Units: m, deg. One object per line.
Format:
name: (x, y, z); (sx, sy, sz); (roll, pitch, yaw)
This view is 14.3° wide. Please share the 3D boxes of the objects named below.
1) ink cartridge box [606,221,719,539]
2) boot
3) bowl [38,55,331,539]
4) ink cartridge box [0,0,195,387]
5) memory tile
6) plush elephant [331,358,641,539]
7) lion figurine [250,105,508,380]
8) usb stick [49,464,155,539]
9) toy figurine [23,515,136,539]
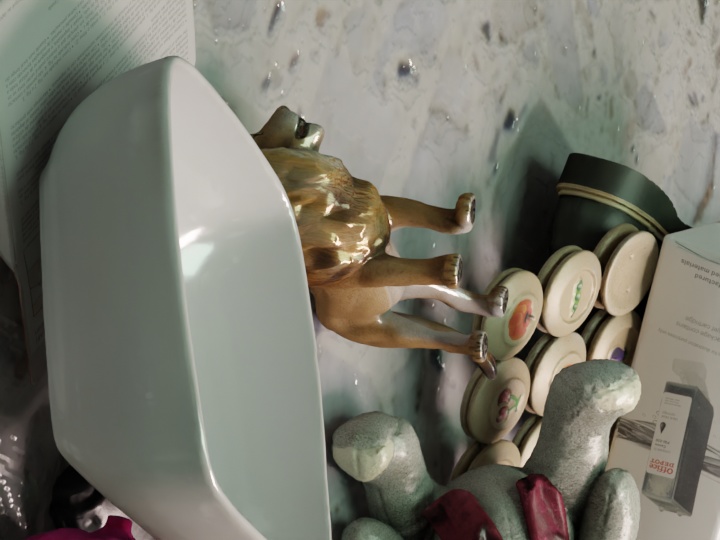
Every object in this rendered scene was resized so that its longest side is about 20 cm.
ink cartridge box: (0.213, 0.079, 1.642); (0.145, 0.085, 0.201); (-14, 122, -57)
boot: (0.148, 0.031, 1.670); (0.200, 0.077, 0.139); (34, 74, -49)
bowl: (-0.077, 0.028, 1.206); (0.200, 0.074, 0.201); (53, 29, -65)
ink cartridge box: (-0.128, -0.076, 1.235); (0.161, 0.050, 0.201); (-53, 154, -42)
memory tile: (0.104, 0.079, 1.571); (0.153, 0.017, 0.201); (-19, 124, -46)
plush elephant: (0.079, 0.171, 1.459); (0.164, 0.155, 0.201); (-7, 124, -14)
lion figurine: (0.000, 0.000, 1.396); (0.200, 0.122, 0.073); (72, 26, -56)
usb stick: (-0.095, 0.168, 1.309); (0.055, 0.032, 0.201); (-45, 130, -38)
toy figurine: (-0.127, 0.195, 1.191); (0.184, 0.149, 0.201); (-60, 163, -50)
